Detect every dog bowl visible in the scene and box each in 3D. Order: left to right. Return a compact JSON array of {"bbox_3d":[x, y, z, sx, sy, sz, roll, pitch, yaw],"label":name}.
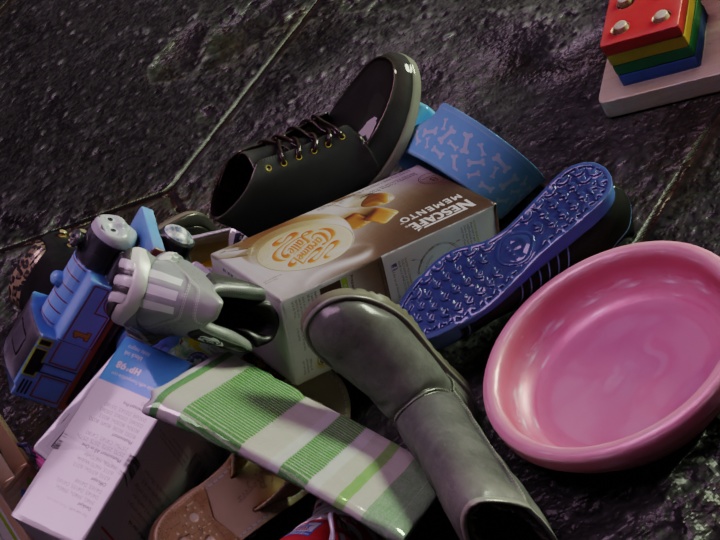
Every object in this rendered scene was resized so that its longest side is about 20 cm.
[{"bbox_3d":[0.069,-0.101,1.547,0.050,0.111,0.200,-54,37,-2],"label":"dog bowl"}]

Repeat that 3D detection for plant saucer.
[{"bbox_3d":[0.185,0.067,1.300,0.200,0.051,0.201,-23,36,18],"label":"plant saucer"}]

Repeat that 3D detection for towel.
[{"bbox_3d":[-0.041,0.122,1.286,0.023,0.200,0.153,-65,-10,14],"label":"towel"}]

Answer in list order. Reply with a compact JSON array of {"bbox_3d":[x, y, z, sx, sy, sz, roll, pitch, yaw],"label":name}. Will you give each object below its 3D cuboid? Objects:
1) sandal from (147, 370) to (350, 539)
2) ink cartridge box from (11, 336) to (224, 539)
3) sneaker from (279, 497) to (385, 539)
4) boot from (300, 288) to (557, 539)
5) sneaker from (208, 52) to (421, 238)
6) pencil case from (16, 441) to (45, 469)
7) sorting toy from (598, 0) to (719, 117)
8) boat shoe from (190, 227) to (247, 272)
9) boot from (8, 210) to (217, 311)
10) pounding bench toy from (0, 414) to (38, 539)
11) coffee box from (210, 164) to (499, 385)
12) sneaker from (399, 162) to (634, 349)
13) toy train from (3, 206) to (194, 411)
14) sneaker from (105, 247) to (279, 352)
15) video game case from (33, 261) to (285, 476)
[{"bbox_3d":[-0.066,0.144,1.363,0.212,0.078,0.070,-43,4,-30],"label":"sandal"},{"bbox_3d":[-0.182,0.165,1.363,0.067,0.116,0.200,20,66,25],"label":"ink cartridge box"},{"bbox_3d":[-0.022,0.181,1.286,0.071,0.113,0.200,-28,36,17],"label":"sneaker"},{"bbox_3d":[0.046,0.113,1.264,0.073,0.182,0.200,-46,28,18],"label":"boot"},{"bbox_3d":[-0.034,-0.102,1.496,0.075,0.106,0.200,32,93,53],"label":"sneaker"},{"bbox_3d":[-0.179,0.113,1.524,0.200,0.091,0.094,-40,28,-10],"label":"pencil case"},{"bbox_3d":[0.296,-0.240,1.543,0.200,0.070,0.199,-12,41,30],"label":"sorting toy"},{"bbox_3d":[-0.090,-0.022,1.601,0.202,0.086,0.075,-7,44,35],"label":"boat shoe"},{"bbox_3d":[-0.237,-0.002,1.719,0.200,0.073,0.151,-45,36,-4],"label":"boot"},{"bbox_3d":[-0.303,0.229,1.472,0.124,0.200,0.156,-32,4,2],"label":"pounding bench toy"},{"bbox_3d":[0.000,0.000,1.445,0.200,0.080,0.114,-24,32,-24],"label":"coffee box"},{"bbox_3d":[0.123,0.004,1.401,0.200,0.078,0.070,-36,48,5],"label":"sneaker"},{"bbox_3d":[-0.222,0.035,1.582,0.200,0.114,0.087,-56,33,23],"label":"toy train"},{"bbox_3d":[-0.115,0.033,1.380,0.115,0.200,0.075,16,90,6],"label":"sneaker"},{"bbox_3d":[-0.141,0.110,1.467,0.143,0.018,0.200,37,76,11],"label":"video game case"}]
